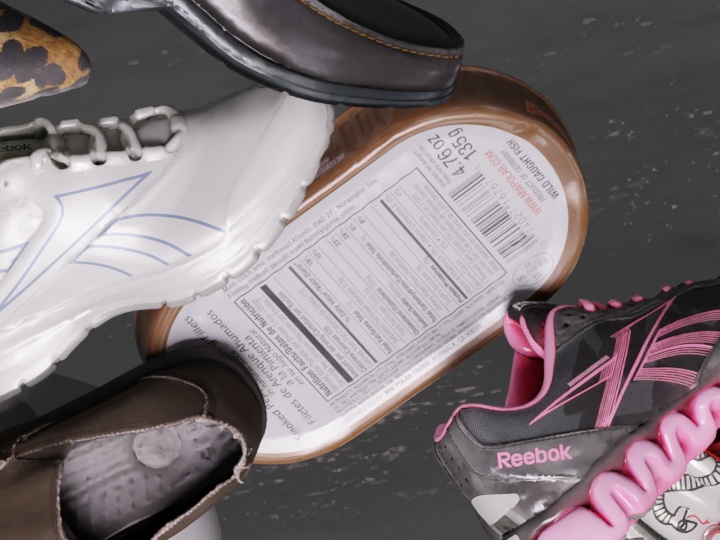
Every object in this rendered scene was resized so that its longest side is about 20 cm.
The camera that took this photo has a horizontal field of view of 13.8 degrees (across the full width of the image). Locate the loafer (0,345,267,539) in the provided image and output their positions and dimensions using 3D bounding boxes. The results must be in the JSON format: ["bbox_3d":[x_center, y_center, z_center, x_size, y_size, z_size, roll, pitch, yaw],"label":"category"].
[{"bbox_3d":[-0.125,0.095,1.142,0.200,0.071,0.073,-34,103,-3],"label":"loafer"}]

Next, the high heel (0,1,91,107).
[{"bbox_3d":[-0.186,-0.129,1.054,0.199,0.072,0.143,10,125,-6],"label":"high heel"}]

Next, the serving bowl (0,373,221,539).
[{"bbox_3d":[-0.152,0.142,1.230,0.199,0.066,0.201,-5,122,-8],"label":"serving bowl"}]

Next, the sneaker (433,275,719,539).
[{"bbox_3d":[0.106,0.036,1.180,0.095,0.200,0.079,45,150,5],"label":"sneaker"}]

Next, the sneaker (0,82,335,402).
[{"bbox_3d":[-0.102,-0.024,1.138,0.199,0.075,0.087,-30,116,7],"label":"sneaker"}]

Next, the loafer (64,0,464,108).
[{"bbox_3d":[-0.044,-0.118,1.093,0.199,0.073,0.072,19,111,-22],"label":"loafer"}]

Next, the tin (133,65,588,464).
[{"bbox_3d":[0.000,0.000,1.191,0.200,0.042,0.112,-36,116,11],"label":"tin"}]

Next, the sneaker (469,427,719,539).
[{"bbox_3d":[0.144,0.140,1.261,0.108,0.067,0.202,-35,101,9],"label":"sneaker"}]
